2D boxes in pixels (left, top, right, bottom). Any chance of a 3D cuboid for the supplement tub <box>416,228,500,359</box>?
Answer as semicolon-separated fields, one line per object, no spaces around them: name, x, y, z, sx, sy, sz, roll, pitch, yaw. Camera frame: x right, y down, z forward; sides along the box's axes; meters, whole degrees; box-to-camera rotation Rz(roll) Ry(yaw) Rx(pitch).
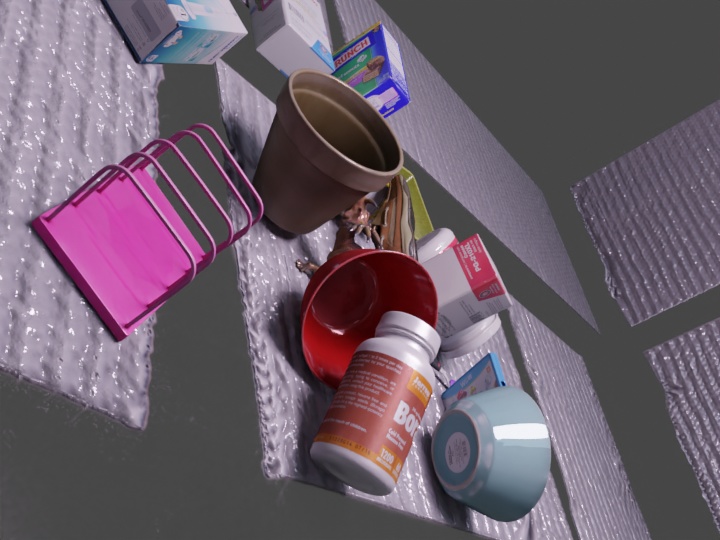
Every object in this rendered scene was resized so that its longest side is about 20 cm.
supplement tub;0.152;0.041;1.414;0.202;0.139;0.140;57;23;-7

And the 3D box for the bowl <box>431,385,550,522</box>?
bowl;0.180;0.271;1.182;0.103;0.201;0.204;13;48;-31

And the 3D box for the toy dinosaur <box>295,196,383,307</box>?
toy dinosaur;0.000;0.000;1.154;0.203;0.134;0.086;59;23;-3

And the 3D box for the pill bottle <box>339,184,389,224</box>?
pill bottle;-0.011;-0.146;1.327;0.199;0.111;0.114;36;33;-44

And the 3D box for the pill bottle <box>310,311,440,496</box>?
pill bottle;0.026;0.158;0.956;0.112;0.111;0.203;43;60;-32

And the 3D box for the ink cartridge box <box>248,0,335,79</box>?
ink cartridge box;-0.133;-0.461;1.471;0.144;0.084;0.204;34;36;-46

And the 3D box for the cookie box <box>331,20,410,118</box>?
cookie box;0.000;-0.366;1.530;0.075;0.169;0.203;43;28;-39

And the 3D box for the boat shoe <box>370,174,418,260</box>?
boat shoe;0.049;-0.071;1.235;0.077;0.072;0.203;74;11;-46

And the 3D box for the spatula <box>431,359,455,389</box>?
spatula;0.144;0.184;1.385;0.200;0.020;0.057;47;28;-28

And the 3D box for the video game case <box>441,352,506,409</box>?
video game case;0.200;0.258;1.271;0.017;0.143;0.203;10;49;-30

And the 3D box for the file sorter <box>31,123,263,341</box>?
file sorter;-0.203;-0.055;0.813;0.140;0.124;0.200;55;24;-11

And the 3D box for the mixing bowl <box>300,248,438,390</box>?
mixing bowl;-0.005;0.052;1.062;0.200;0.201;0.108;44;-2;-32

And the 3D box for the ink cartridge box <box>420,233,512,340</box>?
ink cartridge box;0.131;0.045;1.262;0.145;0.197;0.086;44;21;-61

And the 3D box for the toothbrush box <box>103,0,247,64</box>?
toothbrush box;-0.265;-0.377;1.102;0.148;0.084;0.200;58;24;-3

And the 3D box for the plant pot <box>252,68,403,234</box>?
plant pot;-0.065;-0.152;1.117;0.198;0.174;0.202;30;33;-22

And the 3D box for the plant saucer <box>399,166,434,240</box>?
plant saucer;0.070;-0.133;1.560;0.199;0.047;0.203;25;42;-54
